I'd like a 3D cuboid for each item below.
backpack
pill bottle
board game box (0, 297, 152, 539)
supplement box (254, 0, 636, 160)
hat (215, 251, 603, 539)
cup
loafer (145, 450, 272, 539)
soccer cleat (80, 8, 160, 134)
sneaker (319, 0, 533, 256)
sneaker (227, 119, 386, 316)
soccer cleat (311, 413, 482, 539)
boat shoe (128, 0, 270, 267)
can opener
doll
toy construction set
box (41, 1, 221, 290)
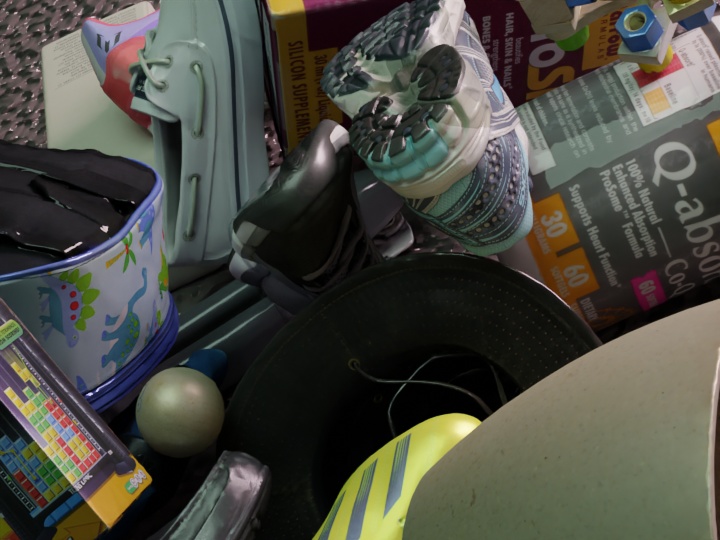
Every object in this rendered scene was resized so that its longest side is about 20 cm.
[{"bbox_3d":[-0.188,0.016,0.948,0.198,0.148,0.183,2,25,16],"label":"backpack"},{"bbox_3d":[0.156,-0.053,0.976,0.199,0.117,0.117,-25,40,7],"label":"pill bottle"},{"bbox_3d":[-0.213,0.089,0.845,0.200,0.166,0.057,-40,4,22],"label":"board game box"},{"bbox_3d":[0.041,-0.150,1.085,0.198,0.131,0.104,-13,56,-5],"label":"supplement box"},{"bbox_3d":[0.037,0.085,0.917,0.199,0.202,0.081,-14,2,18],"label":"hat"},{"bbox_3d":[0.099,0.117,0.769,0.142,0.201,0.201,-10,43,26],"label":"cup"},{"bbox_3d":[-0.111,0.153,0.844,0.070,0.068,0.201,36,83,7],"label":"loafer"},{"bbox_3d":[-0.072,-0.142,1.192,0.199,0.067,0.077,-26,69,-38],"label":"soccer cleat"},{"bbox_3d":[0.036,-0.065,0.923,0.077,0.086,0.200,-34,22,14],"label":"sneaker"},{"bbox_3d":[0.000,0.000,0.952,0.075,0.115,0.200,-48,-2,-8],"label":"sneaker"},{"bbox_3d":[-0.009,0.143,0.827,0.200,0.065,0.084,-46,9,-6],"label":"soccer cleat"},{"bbox_3d":[-0.090,-0.097,1.075,0.066,0.202,0.073,-13,11,-19],"label":"boat shoe"},{"bbox_3d":[-0.060,0.012,1.076,0.199,0.067,0.053,-33,38,-14],"label":"can opener"},{"bbox_3d":[-0.110,0.094,0.956,0.137,0.048,0.200,-59,10,-31],"label":"doll"},{"bbox_3d":[0.125,-0.185,0.973,0.130,0.092,0.201,-3,46,29],"label":"toy construction set"},{"bbox_3d":[-0.139,-0.071,1.213,0.082,0.069,0.201,-22,40,9],"label":"box"}]
